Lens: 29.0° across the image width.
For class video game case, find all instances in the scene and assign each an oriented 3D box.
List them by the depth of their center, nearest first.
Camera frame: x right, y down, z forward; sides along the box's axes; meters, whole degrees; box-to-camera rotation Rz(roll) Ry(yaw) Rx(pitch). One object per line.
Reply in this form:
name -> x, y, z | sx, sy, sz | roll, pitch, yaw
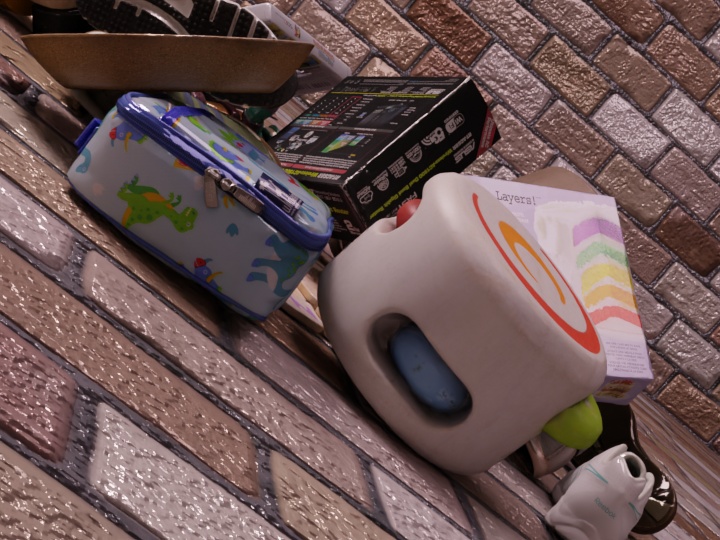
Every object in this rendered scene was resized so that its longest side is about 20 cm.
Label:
video game case -> -0.134, -0.198, 1.322 | 0.182, 0.199, 0.023 | 26, 61, -64

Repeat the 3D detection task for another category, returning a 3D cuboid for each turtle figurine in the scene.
turtle figurine -> -0.123, -0.145, 1.259 | 0.200, 0.101, 0.149 | 17, -13, -43

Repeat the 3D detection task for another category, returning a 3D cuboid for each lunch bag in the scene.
lunch bag -> -0.097, -0.047, 0.890 | 0.161, 0.083, 0.200 | 36, 6, -1

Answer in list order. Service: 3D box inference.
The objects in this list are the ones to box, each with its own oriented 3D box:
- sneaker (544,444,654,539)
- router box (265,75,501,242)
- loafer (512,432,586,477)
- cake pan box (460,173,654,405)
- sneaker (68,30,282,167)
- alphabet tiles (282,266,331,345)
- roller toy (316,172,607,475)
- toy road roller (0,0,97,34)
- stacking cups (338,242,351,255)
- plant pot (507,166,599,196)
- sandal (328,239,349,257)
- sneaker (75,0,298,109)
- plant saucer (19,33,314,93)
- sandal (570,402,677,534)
sneaker -> 0.197, 0.178, 1.092 | 0.070, 0.080, 0.200 | 40, 5, 8
router box -> 0.000, -0.097, 1.169 | 0.200, 0.150, 0.062 | 13, -42, 58
loafer -> 0.108, 0.097, 1.197 | 0.200, 0.063, 0.072 | 42, -28, 29
cake pan box -> 0.136, 0.013, 1.165 | 0.199, 0.052, 0.185 | 8, 56, -21
sneaker -> -0.148, -0.108, 1.073 | 0.200, 0.067, 0.090 | 37, 11, -9
alphabet tiles -> -0.013, 0.039, 1.080 | 0.195, 0.015, 0.200 | 37, 8, -36
roller toy -> 0.064, 0.038, 0.950 | 0.182, 0.140, 0.200 | 36, 22, -43
toy road roller -> -0.245, -0.286, 1.220 | 0.146, 0.123, 0.200 | 24, 34, 33
stacking cups -> 0.000, 0.000, 1.134 | 0.060, 0.061, 0.200 | 41, 10, 4
plant pot -> 0.146, -0.009, 1.312 | 0.200, 0.174, 0.200 | 49, -15, 18
sandal -> -0.011, -0.020, 1.303 | 0.201, 0.057, 0.080 | 29, -28, 35
sneaker -> -0.131, -0.193, 1.131 | 0.200, 0.074, 0.080 | 31, 9, 13
plant saucer -> -0.131, -0.140, 0.954 | 0.199, 0.036, 0.200 | 2, 7, 0
sandal -> 0.253, 0.190, 1.355 | 0.055, 0.081, 0.200 | 62, -2, -37
